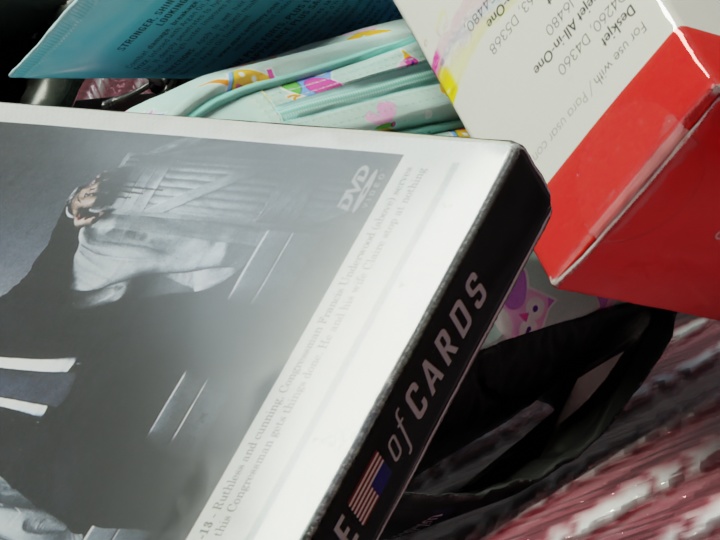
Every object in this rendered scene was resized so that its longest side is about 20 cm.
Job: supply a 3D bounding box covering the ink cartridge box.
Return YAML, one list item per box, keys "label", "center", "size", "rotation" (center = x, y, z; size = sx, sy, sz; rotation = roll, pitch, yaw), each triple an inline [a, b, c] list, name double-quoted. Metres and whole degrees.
- label: "ink cartridge box"
  center: [0.081, -0.052, 0.616]
  size: [0.116, 0.200, 0.067]
  rotation: [11, -50, -40]

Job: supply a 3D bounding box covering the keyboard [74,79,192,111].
- label: "keyboard"
  center: [-0.110, -0.055, 0.976]
  size: [0.127, 0.021, 0.200]
  rotation: [-23, 1, 16]

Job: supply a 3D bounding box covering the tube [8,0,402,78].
- label: "tube"
  center: [-0.011, -0.078, 0.695]
  size: [0.077, 0.050, 0.200]
  rotation: [-47, -19, 25]

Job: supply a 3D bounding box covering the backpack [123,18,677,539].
- label: "backpack"
  center: [-0.015, 0.009, 0.657]
  size: [0.200, 0.127, 0.167]
  rotation: [-21, 0, -35]

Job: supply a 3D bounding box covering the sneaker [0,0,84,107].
- label: "sneaker"
  center: [-0.139, -0.024, 0.644]
  size: [0.086, 0.080, 0.200]
  rotation: [-44, 7, 43]

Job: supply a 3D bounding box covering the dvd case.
- label: "dvd case"
  center: [-0.075, 0.028, 0.516]
  size: [0.200, 0.025, 0.151]
  rotation: [7, 55, 36]
